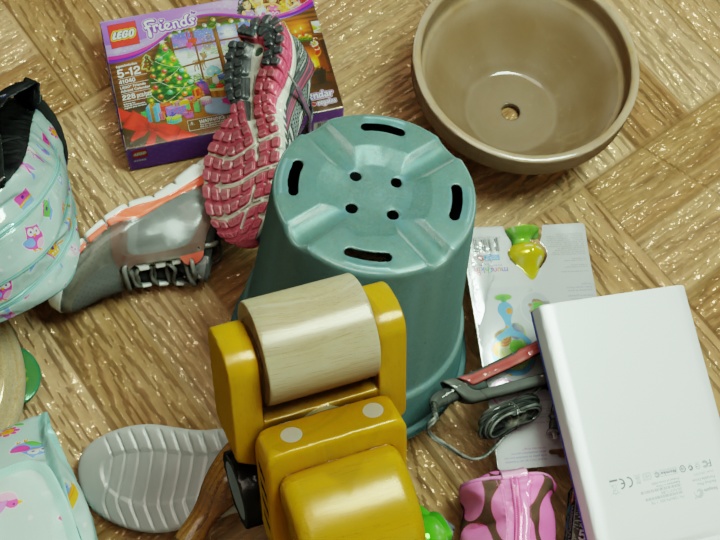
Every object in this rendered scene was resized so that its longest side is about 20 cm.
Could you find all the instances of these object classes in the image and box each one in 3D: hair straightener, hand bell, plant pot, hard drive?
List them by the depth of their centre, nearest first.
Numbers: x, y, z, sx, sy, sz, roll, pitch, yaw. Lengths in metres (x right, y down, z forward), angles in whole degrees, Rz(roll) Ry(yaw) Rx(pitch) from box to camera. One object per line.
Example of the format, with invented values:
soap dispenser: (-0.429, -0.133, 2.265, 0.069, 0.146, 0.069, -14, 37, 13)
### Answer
hand bell: (-0.127, 0.196, 0.908, 0.104, 0.104, 0.201, 30, 76, 10)
plant pot: (0.000, 0.000, 0.953, 0.198, 0.197, 0.202, 4, 53, -5)
hard drive: (0.214, 0.118, 0.955, 0.131, 0.025, 0.202, -7, 75, -20)
hair straightener: (0.136, 0.096, 0.968, 0.199, 0.041, 0.078, -20, 81, -27)
plant pot: (0.140, -0.162, 1.113, 0.198, 0.093, 0.203, 1, 64, -3)

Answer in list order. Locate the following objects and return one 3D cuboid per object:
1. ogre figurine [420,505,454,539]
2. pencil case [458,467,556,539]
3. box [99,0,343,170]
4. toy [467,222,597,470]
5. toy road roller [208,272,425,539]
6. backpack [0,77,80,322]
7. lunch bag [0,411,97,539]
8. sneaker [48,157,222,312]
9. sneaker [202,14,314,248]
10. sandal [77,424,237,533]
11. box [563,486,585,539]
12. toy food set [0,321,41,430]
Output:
ogre figurine: (0.003, 0.224, 0.920, 0.119, 0.099, 0.200, 21, 22, 0)
pencil case: (0.110, 0.245, 0.923, 0.090, 0.094, 0.202, -3, 63, 10)
box: (-0.126, -0.177, 1.131, 0.198, 0.039, 0.138, -13, 67, -9)
toy: (0.144, 0.062, 1.031, 0.114, 0.047, 0.202, -3, 75, -16)
toy road roller: (-0.018, 0.119, 0.821, 0.122, 0.202, 0.146, -15, 38, -16)
backpack: (-0.293, -0.049, 0.978, 0.166, 0.127, 0.200, -34, 29, 1)
lunch bag: (-0.267, 0.200, 0.856, 0.169, 0.200, 0.123, -22, 110, -11)
sneaker: (-0.165, -0.017, 1.038, 0.199, 0.077, 0.082, -37, 79, -18)
sneaker: (-0.074, -0.112, 1.044, 0.080, 0.075, 0.202, -4, 67, 33)
sandal: (-0.122, 0.159, 0.971, 0.200, 0.050, 0.083, -6, 80, 13)
box: (0.253, 0.250, 0.962, 0.198, 0.038, 0.138, 10, 65, 1)
toy food set: (-0.357, 0.096, 0.987, 0.198, 0.049, 0.200, 7, 65, 0)
